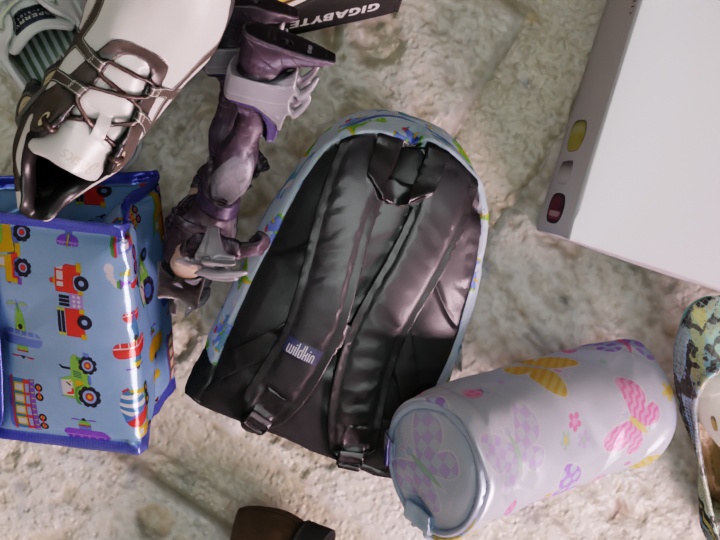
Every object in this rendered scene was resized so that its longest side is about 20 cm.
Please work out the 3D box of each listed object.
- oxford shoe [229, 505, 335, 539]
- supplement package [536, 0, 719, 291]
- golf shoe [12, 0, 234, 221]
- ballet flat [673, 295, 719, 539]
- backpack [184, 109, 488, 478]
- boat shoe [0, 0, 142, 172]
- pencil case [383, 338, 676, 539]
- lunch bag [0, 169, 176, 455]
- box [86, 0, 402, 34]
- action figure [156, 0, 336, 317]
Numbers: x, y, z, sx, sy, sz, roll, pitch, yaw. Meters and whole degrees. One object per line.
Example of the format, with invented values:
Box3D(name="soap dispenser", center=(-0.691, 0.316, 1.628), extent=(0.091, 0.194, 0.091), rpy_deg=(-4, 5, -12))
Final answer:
Box3D(name="oxford shoe", center=(-0.086, 0.248, 0.980), extent=(0.083, 0.073, 0.202), rpy_deg=(20, 91, 11))
Box3D(name="supplement package", center=(0.218, -0.095, 0.945), extent=(0.154, 0.111, 0.203), rpy_deg=(17, 93, -5))
Box3D(name="golf shoe", center=(-0.131, -0.097, 0.817), extent=(0.077, 0.095, 0.200), rpy_deg=(25, 137, -20))
Box3D(name="ballet flat", center=(0.243, 0.111, 0.949), extent=(0.073, 0.074, 0.202), rpy_deg=(-20, 120, -2))
Box3D(name="backpack", center=(0.000, 0.000, 0.932), extent=(0.161, 0.154, 0.202), rpy_deg=(19, 115, -1))
Box3D(name="boat shoe", center=(-0.196, -0.152, 0.933), extent=(0.073, 0.067, 0.201), rpy_deg=(-35, 96, -1))
Box3D(name="pencil case", center=(0.108, 0.102, 0.919), extent=(0.198, 0.083, 0.092), rpy_deg=(-13, 111, -41))
Box3D(name="lunch bag", center=(-0.223, 0.021, 0.931), extent=(0.197, 0.094, 0.153), rpy_deg=(2, 114, 7))
Box3D(name="box", center=(-0.061, -0.191, 0.873), extent=(0.197, 0.160, 0.050), rpy_deg=(-15, 68, -16))
Box3D(name="action figure", center=(-0.078, -0.056, 0.886), extent=(0.068, 0.131, 0.202), rpy_deg=(9, 121, -18))
